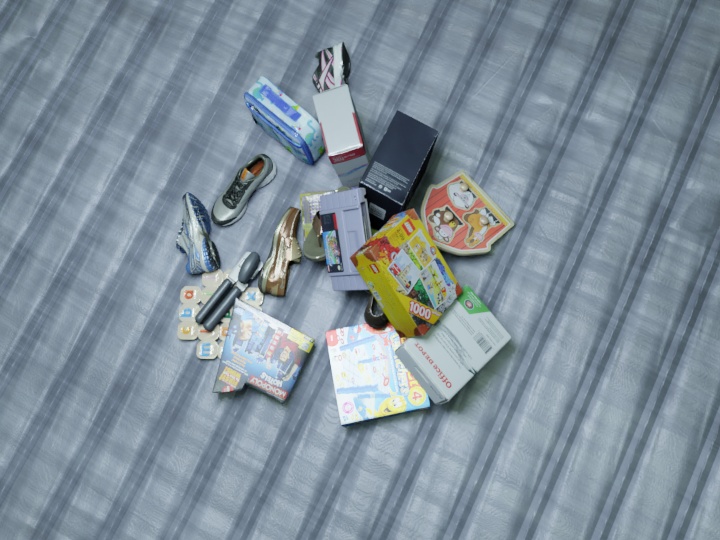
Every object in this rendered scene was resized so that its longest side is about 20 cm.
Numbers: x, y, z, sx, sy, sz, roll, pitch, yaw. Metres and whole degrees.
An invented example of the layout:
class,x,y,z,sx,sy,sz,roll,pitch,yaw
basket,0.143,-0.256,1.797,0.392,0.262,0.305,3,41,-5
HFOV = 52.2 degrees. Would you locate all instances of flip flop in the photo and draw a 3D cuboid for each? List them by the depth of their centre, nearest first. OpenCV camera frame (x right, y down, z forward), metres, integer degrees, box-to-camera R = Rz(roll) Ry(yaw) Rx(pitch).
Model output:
class,x,y,z,sx,sy,sz,roll,pitch,yaw
flip flop,-0.072,-0.109,1.605,0.080,0.058,0.203,14,64,28

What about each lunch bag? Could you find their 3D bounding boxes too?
class,x,y,z,sx,sy,sz,roll,pitch,yaw
lunch bag,-0.170,-0.340,1.671,0.199,0.161,0.083,40,83,13

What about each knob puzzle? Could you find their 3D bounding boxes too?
class,x,y,z,sx,sy,sz,roll,pitch,yaw
knob puzzle,0.216,-0.118,1.602,0.214,0.031,0.224,5,62,-10

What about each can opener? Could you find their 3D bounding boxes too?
class,x,y,z,sx,sy,sz,roll,pitch,yaw
can opener,-0.292,0.040,1.625,0.053,0.067,0.201,36,80,13

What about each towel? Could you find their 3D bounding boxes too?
class,x,y,z,sx,sy,sz,roll,pitch,yaw
towel,-0.041,-0.119,1.673,0.195,0.023,0.147,-4,75,6

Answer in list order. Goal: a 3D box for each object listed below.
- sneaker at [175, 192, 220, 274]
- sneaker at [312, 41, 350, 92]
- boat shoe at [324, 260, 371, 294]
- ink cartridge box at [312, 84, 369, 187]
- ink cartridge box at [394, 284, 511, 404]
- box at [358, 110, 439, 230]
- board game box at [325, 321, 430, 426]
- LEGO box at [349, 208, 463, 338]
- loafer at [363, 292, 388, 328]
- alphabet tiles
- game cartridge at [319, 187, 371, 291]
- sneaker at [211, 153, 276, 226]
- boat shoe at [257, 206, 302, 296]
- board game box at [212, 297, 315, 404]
class,x,y,z,sx,sy,sz,roll,pitch,yaw
sneaker,-0.388,-0.083,1.678,0.084,0.077,0.204,-22,69,12
sneaker,-0.072,-0.435,1.738,0.084,0.080,0.205,-5,67,17
boat shoe,0.000,0.000,1.614,0.199,0.074,0.075,38,79,19
ink cartridge box,-0.033,-0.289,1.624,0.081,0.200,0.149,-16,74,5
ink cartridge box,0.188,0.154,1.513,0.199,0.083,0.147,-38,85,-21
box,0.073,-0.202,1.576,0.102,0.200,0.185,27,73,4
board game box,0.037,0.211,1.565,0.191,0.056,0.205,-12,75,3
LEGO box,0.093,0.008,1.464,0.149,0.077,0.202,-43,107,-32
loafer,0.068,0.023,1.524,0.071,0.071,0.204,20,80,3
alphabet tiles,-0.314,0.098,1.654,0.190,0.015,0.205,0,76,4
game cartridge,-0.027,-0.060,1.514,0.128,0.038,0.205,-4,95,44
sneaker,-0.276,-0.191,1.689,0.074,0.079,0.201,38,84,12
boat shoe,-0.165,-0.038,1.647,0.072,0.076,0.204,18,86,5
board game box,-0.226,0.196,1.589,0.197,0.062,0.203,27,83,3
